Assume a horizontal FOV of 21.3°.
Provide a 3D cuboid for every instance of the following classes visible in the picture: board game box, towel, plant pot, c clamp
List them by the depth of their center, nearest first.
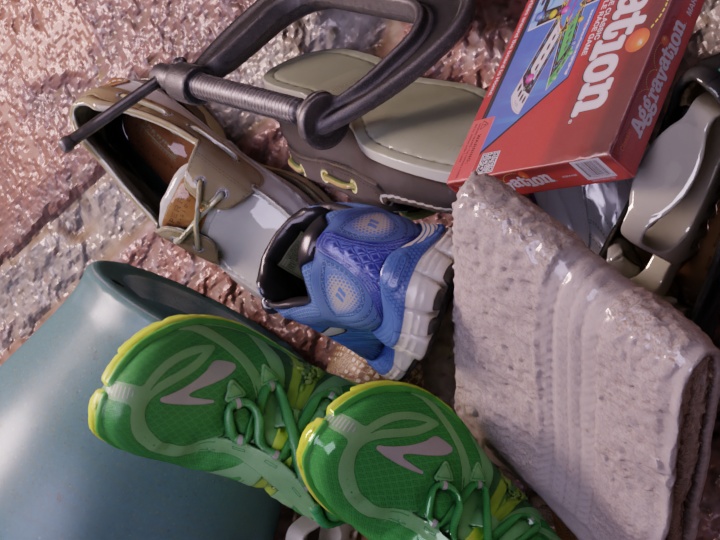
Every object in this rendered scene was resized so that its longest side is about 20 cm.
[{"bbox_3d":[0.090,0.054,0.820,0.133,0.034,0.200,39,156,28],"label":"towel"},{"bbox_3d":[0.112,-0.121,0.843,0.103,0.019,0.200,-7,52,51],"label":"board game box"},{"bbox_3d":[-0.039,-0.100,0.966,0.200,0.171,0.027,13,141,50],"label":"c clamp"},{"bbox_3d":[-0.125,0.105,1.038,0.200,0.200,0.188,32,97,29],"label":"plant pot"}]

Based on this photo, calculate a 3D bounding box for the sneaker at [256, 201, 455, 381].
[{"bbox_3d":[0.000,0.000,0.921,0.089,0.200,0.079,24,81,1],"label":"sneaker"}]

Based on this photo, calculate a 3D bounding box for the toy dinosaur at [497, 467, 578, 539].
[{"bbox_3d":[0.112,0.124,0.952,0.200,0.058,0.101,1,111,43],"label":"toy dinosaur"}]

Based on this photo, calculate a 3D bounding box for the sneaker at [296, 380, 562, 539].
[{"bbox_3d":[0.053,0.120,0.863,0.074,0.200,0.084,-50,28,-7],"label":"sneaker"}]

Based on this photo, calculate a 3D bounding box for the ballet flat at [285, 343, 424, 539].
[{"bbox_3d":[-0.010,0.121,1.022,0.070,0.065,0.200,13,103,36],"label":"ballet flat"}]

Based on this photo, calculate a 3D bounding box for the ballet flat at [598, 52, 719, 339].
[{"bbox_3d":[0.125,-0.008,0.821,0.068,0.068,0.200,37,121,35],"label":"ballet flat"}]

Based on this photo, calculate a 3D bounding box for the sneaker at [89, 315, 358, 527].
[{"bbox_3d":[-0.034,0.074,0.909,0.084,0.200,0.074,26,97,55],"label":"sneaker"}]

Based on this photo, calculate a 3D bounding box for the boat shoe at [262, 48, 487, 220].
[{"bbox_3d":[0.019,-0.060,0.952,0.201,0.072,0.061,32,140,55],"label":"boat shoe"}]

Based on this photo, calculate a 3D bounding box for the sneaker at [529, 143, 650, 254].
[{"bbox_3d":[0.132,-0.028,0.909,0.100,0.075,0.200,-10,93,22],"label":"sneaker"}]

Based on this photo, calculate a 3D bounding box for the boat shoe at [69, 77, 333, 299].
[{"bbox_3d":[-0.083,-0.036,1.054,0.200,0.068,0.075,38,116,27],"label":"boat shoe"}]
